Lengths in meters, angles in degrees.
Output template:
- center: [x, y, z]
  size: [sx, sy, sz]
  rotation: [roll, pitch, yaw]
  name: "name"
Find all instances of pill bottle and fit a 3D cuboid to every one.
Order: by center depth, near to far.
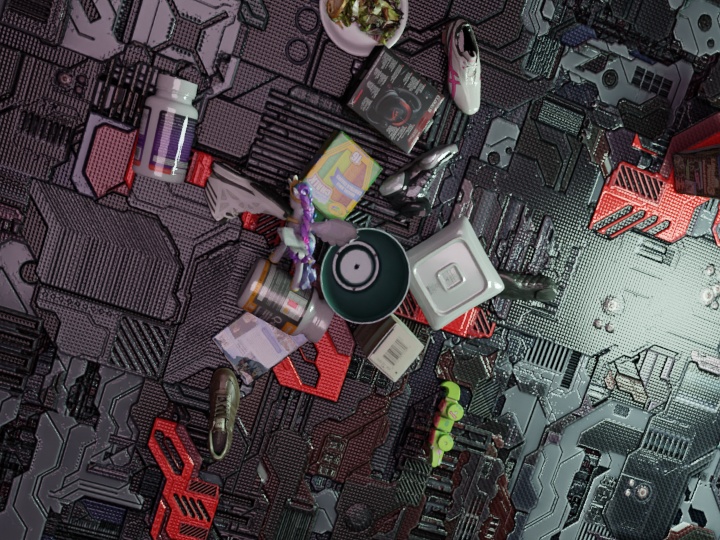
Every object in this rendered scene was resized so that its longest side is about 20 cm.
- center: [-0.395, -0.290, 1.570]
  size: [0.108, 0.111, 0.206]
  rotation: [13, 98, -12]
  name: "pill bottle"
- center: [-0.160, 0.069, 1.655]
  size: [0.197, 0.116, 0.118]
  rotation: [30, 94, -13]
  name: "pill bottle"

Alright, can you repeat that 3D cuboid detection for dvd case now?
- center: [-0.217, 0.148, 1.726]
  size: [0.198, 0.018, 0.144]
  rotation: [-37, 104, -3]
  name: "dvd case"

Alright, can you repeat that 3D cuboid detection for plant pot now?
- center: [0.000, 0.000, 1.681]
  size: [0.194, 0.134, 0.207]
  rotation: [-2, 101, -10]
  name: "plant pot"

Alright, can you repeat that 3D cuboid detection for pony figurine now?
- center: [-0.115, -0.064, 1.547]
  size: [0.163, 0.194, 0.204]
  rotation: [-10, 132, -32]
  name: "pony figurine"

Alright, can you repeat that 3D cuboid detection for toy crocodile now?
- center: [0.195, 0.364, 1.815]
  size: [0.060, 0.068, 0.205]
  rotation: [16, 94, -7]
  name: "toy crocodile"

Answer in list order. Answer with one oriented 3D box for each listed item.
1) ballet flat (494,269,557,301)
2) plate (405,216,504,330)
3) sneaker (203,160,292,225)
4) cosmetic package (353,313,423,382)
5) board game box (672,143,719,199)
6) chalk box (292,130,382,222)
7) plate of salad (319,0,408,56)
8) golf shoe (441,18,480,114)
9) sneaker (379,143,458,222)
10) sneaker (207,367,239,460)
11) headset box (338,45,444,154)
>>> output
- center: [0.368, 0.033, 1.806]
  size: [0.194, 0.057, 0.068]
  rotation: [11, 120, -6]
  name: "ballet flat"
- center: [0.205, 0.013, 1.755]
  size: [0.197, 0.032, 0.202]
  rotation: [-31, 103, 8]
  name: "plate"
- center: [-0.248, -0.137, 1.643]
  size: [0.198, 0.076, 0.117]
  rotation: [31, 104, 4]
  name: "sneaker"
- center: [0.057, 0.153, 1.684]
  size: [0.087, 0.200, 0.104]
  rotation: [40, 90, -13]
  name: "cosmetic package"
- center: [0.846, -0.232, 1.761]
  size: [0.155, 0.200, 0.100]
  rotation: [-12, 102, -7]
  name: "board game box"
- center: [-0.066, -0.182, 1.642]
  size: [0.123, 0.124, 0.202]
  rotation: [37, 92, -14]
  name: "chalk box"
- center: [0.010, -0.563, 1.630]
  size: [0.194, 0.048, 0.206]
  rotation: [-2, 99, -10]
  name: "plate of salad"
- center: [0.225, -0.441, 1.668]
  size: [0.071, 0.092, 0.205]
  rotation: [-16, 104, -8]
  name: "golf shoe"
- center: [0.147, -0.192, 1.708]
  size: [0.197, 0.076, 0.115]
  rotation: [-32, 104, 3]
  name: "sneaker"
- center: [-0.305, 0.324, 1.711]
  size: [0.068, 0.076, 0.206]
  rotation: [2, 100, -10]
  name: "sneaker"
- center: [0.075, -0.361, 1.653]
  size: [0.198, 0.075, 0.150]
  rotation: [33, 93, -22]
  name: "headset box"
